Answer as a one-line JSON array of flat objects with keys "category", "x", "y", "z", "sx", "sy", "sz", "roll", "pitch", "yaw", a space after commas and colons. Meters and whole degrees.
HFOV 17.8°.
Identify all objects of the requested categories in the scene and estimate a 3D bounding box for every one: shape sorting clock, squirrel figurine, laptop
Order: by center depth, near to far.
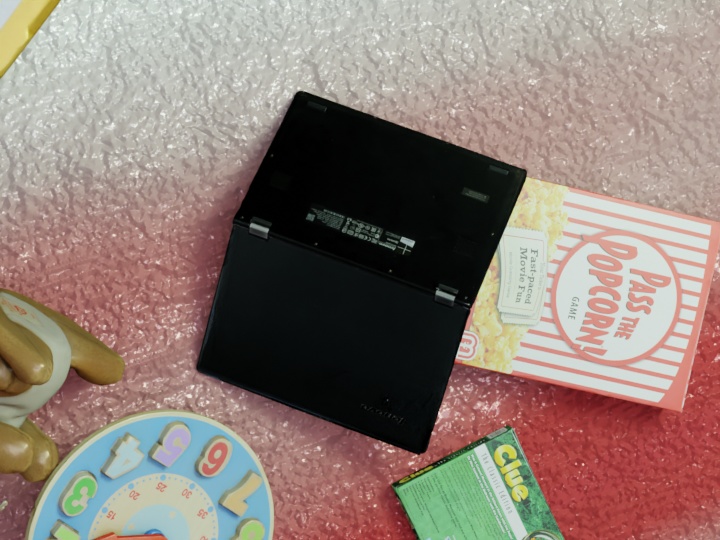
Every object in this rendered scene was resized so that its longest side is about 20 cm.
[{"category": "squirrel figurine", "x": -0.307, "y": 0.095, "z": 1.661, "sx": 0.200, "sy": 0.142, "sz": 0.187, "roll": 36, "pitch": 100, "yaw": 9}, {"category": "shape sorting clock", "x": -0.153, "y": 0.200, "z": 1.699, "sx": 0.200, "sy": 0.039, "sz": 0.200, "roll": -10, "pitch": 112, "yaw": -25}, {"category": "laptop", "x": 0.000, "y": 0.000, "z": 1.727, "sx": 0.187, "sy": 0.116, "sz": 0.200, "roll": 20, "pitch": 61, "yaw": 7}]

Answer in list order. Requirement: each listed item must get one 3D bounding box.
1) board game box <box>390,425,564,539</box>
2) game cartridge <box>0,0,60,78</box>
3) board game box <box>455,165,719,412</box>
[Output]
[{"category": "board game box", "x": 0.112, "y": 0.231, "z": 1.779, "sx": 0.105, "sy": 0.023, "sz": 0.200, "roll": -25, "pitch": 97, "yaw": -5}, {"category": "game cartridge", "x": -0.299, "y": -0.237, "z": 1.680, "sx": 0.176, "sy": 0.032, "sz": 0.200, "roll": 37, "pitch": 86, "yaw": -9}, {"category": "board game box", "x": 0.164, "y": 0.014, "z": 1.763, "sx": 0.200, "sy": 0.046, "sz": 0.152, "roll": 12, "pitch": 91, "yaw": -10}]
